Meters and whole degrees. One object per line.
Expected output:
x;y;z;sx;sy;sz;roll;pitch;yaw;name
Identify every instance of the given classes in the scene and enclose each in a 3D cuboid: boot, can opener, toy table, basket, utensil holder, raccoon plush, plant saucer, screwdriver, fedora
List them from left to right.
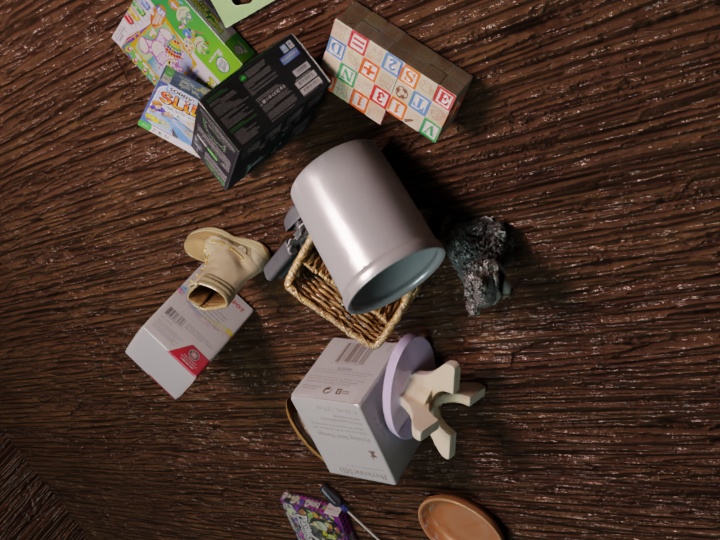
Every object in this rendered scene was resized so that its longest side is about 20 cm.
-0.283;-0.001;1.686;0.197;0.156;0.074;14;135;28;boot
-0.122;-0.054;1.609;0.200;0.053;0.068;-45;62;51;can opener
-0.062;0.311;1.827;0.200;0.201;0.082;45;101;-5;fedora
-0.018;0.568;2.094;0.199;0.028;0.029;43;169;2;screwdriver
0.000;0.000;1.471;0.198;0.149;0.144;36;140;7;basket
0.006;-0.066;1.342;0.202;0.168;0.170;59;144;17;utensil holder
0.119;0.222;1.570;0.116;0.183;0.203;22;135;38;toy table
0.143;-0.008;1.360;0.197;0.134;0.098;11;134;30;raccoon plush
0.214;0.533;1.876;0.197;0.038;0.203;21;136;22;plant saucer

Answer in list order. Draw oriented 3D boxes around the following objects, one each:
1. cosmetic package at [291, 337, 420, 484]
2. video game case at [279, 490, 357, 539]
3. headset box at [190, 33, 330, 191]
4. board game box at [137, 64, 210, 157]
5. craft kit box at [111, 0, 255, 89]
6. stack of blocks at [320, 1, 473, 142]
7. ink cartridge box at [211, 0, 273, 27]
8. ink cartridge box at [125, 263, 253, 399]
0.007;0.259;1.688;0.165;0.167;0.203;0;128;37;cosmetic package
-0.091;0.635;2.209;0.178;0.036;0.203;6;129;33;video game case
-0.151;-0.224;1.322;0.093;0.173;0.200;50;163;1;headset box
-0.255;-0.239;1.488;0.197;0.035;0.135;27;145;-16;board game box
-0.287;-0.362;1.452;0.197;0.049;0.199;45;140;-10;craft kit box
0.045;-0.266;1.262;0.198;0.059;0.116;34;140;8;stack of blocks
-0.213;-0.457;1.295;0.144;0.048;0.203;-12;112;43;ink cartridge box
-0.341;0.121;1.812;0.145;0.201;0.145;43;143;-3;ink cartridge box
